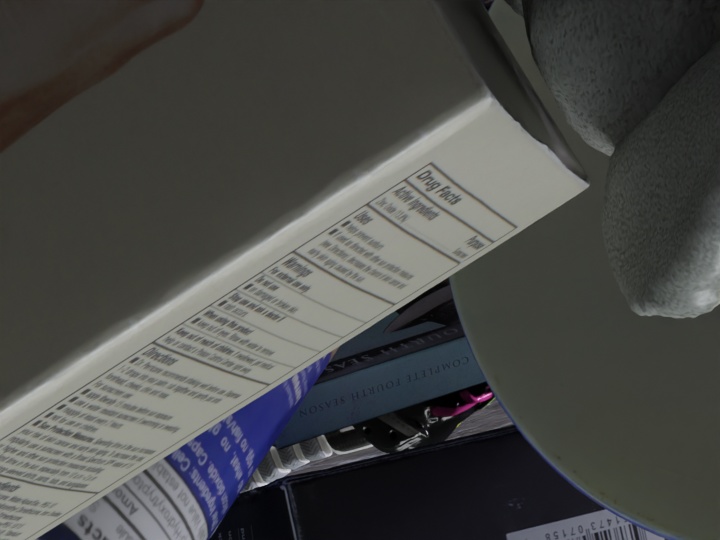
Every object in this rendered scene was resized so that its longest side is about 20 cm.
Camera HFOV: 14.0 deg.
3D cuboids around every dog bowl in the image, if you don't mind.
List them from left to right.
[{"bbox_3d":[0.125,-0.021,0.808,0.199,0.201,0.079,-20,170,26],"label":"dog bowl"}]

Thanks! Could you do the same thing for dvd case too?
[{"bbox_3d":[0.000,0.000,0.996,0.145,0.022,0.200,-17,-157,-17],"label":"dvd case"}]

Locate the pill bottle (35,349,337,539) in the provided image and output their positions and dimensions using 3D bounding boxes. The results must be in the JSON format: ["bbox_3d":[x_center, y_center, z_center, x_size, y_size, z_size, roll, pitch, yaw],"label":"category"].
[{"bbox_3d":[-0.099,0.054,0.828,0.200,0.120,0.120,-55,-172,-21],"label":"pill bottle"}]

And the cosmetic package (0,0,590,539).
[{"bbox_3d":[-0.061,-0.009,0.646,0.199,0.088,0.103,-32,163,8],"label":"cosmetic package"}]

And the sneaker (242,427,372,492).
[{"bbox_3d":[-0.037,0.076,1.638,0.199,0.075,0.115,-12,-173,29],"label":"sneaker"}]

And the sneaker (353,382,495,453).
[{"bbox_3d":[0.039,0.026,1.064,0.199,0.088,0.074,8,-153,38],"label":"sneaker"}]

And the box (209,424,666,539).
[{"bbox_3d":[0.033,0.107,0.946,0.199,0.105,0.182,-11,176,-28],"label":"box"}]

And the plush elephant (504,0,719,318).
[{"bbox_3d":[0.105,-0.066,0.615,0.199,0.165,0.155,22,132,-32],"label":"plush elephant"}]
